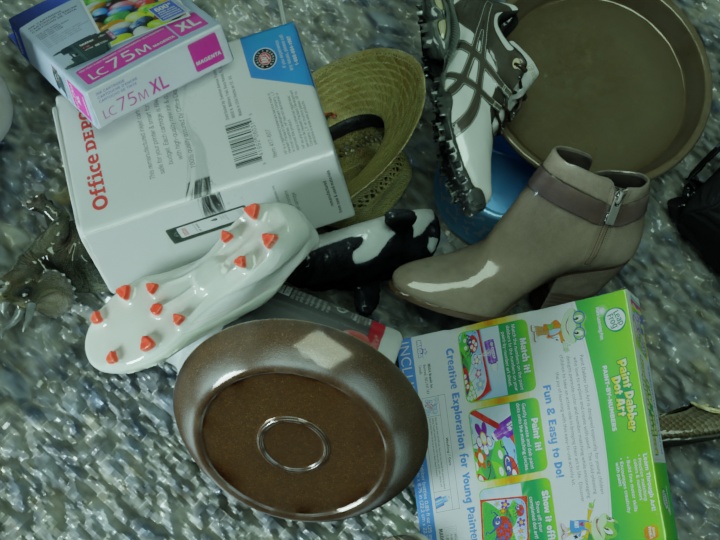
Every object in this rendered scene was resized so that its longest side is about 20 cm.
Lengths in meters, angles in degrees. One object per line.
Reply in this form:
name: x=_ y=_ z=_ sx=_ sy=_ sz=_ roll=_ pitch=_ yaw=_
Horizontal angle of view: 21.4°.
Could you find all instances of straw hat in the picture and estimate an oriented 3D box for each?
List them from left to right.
straw hat: x=-0.010 y=-0.082 z=1.564 sx=0.085 sy=0.201 sz=0.201 roll=49 pitch=66 yaw=-35

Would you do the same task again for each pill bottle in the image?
pill bottle: x=-0.076 y=0.064 z=1.500 sx=0.199 sy=0.111 sz=0.111 roll=22 pitch=70 yaw=0

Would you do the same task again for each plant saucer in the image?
plant saucer: x=-0.048 y=0.123 z=1.443 sx=0.199 sy=0.201 sz=0.032 roll=17 pitch=38 yaw=-2
plant saucer: x=0.196 y=-0.159 z=1.602 sx=0.199 sy=0.029 sz=0.201 roll=2 pitch=72 yaw=-7

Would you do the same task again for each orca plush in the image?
orca plush: x=0.000 y=0.000 z=1.522 sx=0.105 sy=0.200 sz=0.071 roll=-24 pitch=83 yaw=30

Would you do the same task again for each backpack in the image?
backpack: x=0.379 y=-0.079 z=1.597 sx=0.200 sy=0.167 sz=0.127 roll=-38 pitch=100 yaw=-20

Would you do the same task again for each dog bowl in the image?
dog bowl: x=0.134 y=-0.116 z=1.620 sx=0.111 sy=0.050 sz=0.201 roll=20 pitch=71 yaw=-1

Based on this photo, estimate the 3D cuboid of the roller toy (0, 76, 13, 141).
roller toy: x=-0.371 y=-0.134 z=1.490 sx=0.182 sy=0.200 sz=0.140 roll=36 pitch=70 yaw=-6

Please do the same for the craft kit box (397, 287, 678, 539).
craft kit box: x=0.135 y=0.132 z=1.492 sx=0.197 sy=0.048 sz=0.201 roll=-13 pitch=73 yaw=23

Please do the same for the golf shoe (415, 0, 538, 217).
golf shoe: x=0.099 y=-0.139 z=1.523 sx=0.094 sy=0.078 sz=0.201 roll=-5 pitch=64 yaw=-1

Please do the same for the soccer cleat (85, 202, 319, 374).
soccer cleat: x=-0.116 y=0.020 z=1.421 sx=0.200 sy=0.077 sz=0.070 roll=-34 pitch=64 yaw=17

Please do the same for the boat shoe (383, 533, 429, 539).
boat shoe: x=0.018 y=0.296 z=1.451 sx=0.059 sy=0.072 sz=0.201 roll=15 pitch=73 yaw=-29

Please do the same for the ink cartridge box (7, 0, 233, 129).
ink cartridge box: x=-0.196 y=-0.186 z=1.492 sx=0.119 sy=0.042 sz=0.200 roll=-29 pitch=35 yaw=-16

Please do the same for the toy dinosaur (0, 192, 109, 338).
toy dinosaur: x=-0.213 y=-0.021 z=1.541 sx=0.199 sy=0.077 sz=0.103 roll=-19 pitch=87 yaw=-19

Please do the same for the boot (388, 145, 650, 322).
boot: x=0.134 y=-0.032 z=1.530 sx=0.199 sy=0.147 sz=0.070 roll=5 pitch=34 yaw=-29

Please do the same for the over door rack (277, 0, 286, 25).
over door rack: x=-0.128 y=-0.196 z=1.602 sx=0.147 sy=0.067 sz=0.201 roll=-9 pitch=60 yaw=-3

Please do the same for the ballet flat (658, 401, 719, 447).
ballet flat: x=0.214 y=0.121 z=1.545 sx=0.199 sy=0.067 sz=0.047 roll=-3 pitch=79 yaw=-2

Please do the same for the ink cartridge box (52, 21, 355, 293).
ink cartridge box: x=-0.121 y=-0.087 z=1.462 sx=0.199 sy=0.084 sz=0.147 roll=-17 pitch=53 yaw=1
